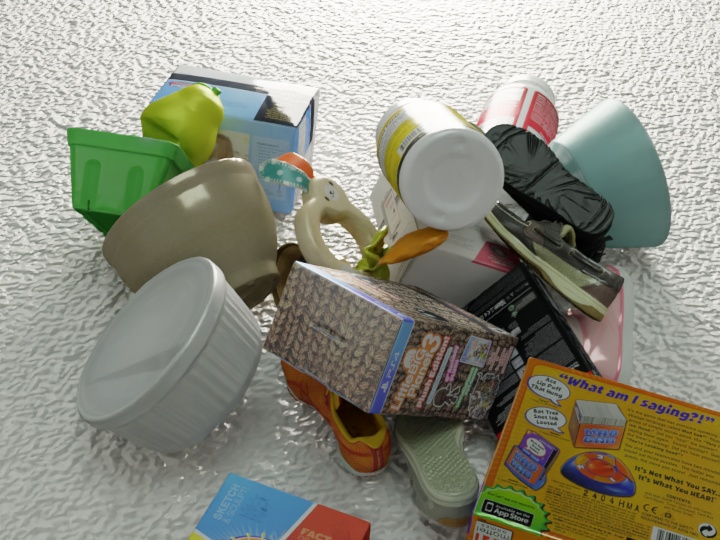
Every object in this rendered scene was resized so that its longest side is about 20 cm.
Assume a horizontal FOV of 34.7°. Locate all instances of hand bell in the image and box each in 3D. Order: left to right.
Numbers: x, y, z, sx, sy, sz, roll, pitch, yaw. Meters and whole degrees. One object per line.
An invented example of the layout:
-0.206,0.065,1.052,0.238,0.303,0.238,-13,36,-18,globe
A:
0.000,0.000,1.394,0.200,0.104,0.104,-14,42,-39,hand bell

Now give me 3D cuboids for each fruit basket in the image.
-0.254,-0.142,1.396,0.155,0.216,0.216,9,39,5,fruit basket

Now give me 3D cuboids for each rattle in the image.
-0.014,-0.081,1.287,0.130,0.143,0.200,-11,70,-34,rattle

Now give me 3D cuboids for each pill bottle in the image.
0.081,-0.127,1.291,0.114,0.115,0.200,-3,21,-9,pill bottle
0.216,-0.190,1.608,0.112,0.112,0.200,13,40,10,pill bottle

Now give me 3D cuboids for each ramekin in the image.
-0.188,0.093,1.174,0.202,0.094,0.203,-34,30,23,ramekin

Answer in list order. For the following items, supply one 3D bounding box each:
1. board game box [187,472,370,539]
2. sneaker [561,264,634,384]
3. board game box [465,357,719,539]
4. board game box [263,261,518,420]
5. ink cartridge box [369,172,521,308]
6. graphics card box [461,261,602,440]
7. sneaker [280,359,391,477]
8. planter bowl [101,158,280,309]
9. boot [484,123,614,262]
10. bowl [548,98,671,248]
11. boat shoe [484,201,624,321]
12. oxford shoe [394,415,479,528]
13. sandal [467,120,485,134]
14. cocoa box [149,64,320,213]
-0.096,0.290,1.049,0.153,0.040,0.200,16,41,14,board game box
0.257,0.056,1.335,0.104,0.075,0.200,16,43,-3,sneaker
0.206,0.236,1.019,0.200,0.200,0.200,16,41,13,board game box
0.033,0.075,1.184,0.159,0.097,0.200,27,10,40,board game box
0.104,-0.046,1.412,0.146,0.083,0.200,16,34,-21,ink cartridge box
0.177,0.098,1.253,0.125,0.051,0.200,-40,42,13,graphics card box
-0.022,0.129,1.225,0.073,0.077,0.200,-20,44,-25,sneaker
-0.175,-0.014,1.315,0.200,0.200,0.135,-25,75,-31,planter bowl
0.219,-0.073,1.399,0.198,0.163,0.073,40,73,14,boot
0.301,-0.108,1.469,0.105,0.201,0.201,-20,44,-9,bowl
0.220,-0.023,1.310,0.066,0.072,0.201,-47,53,6,boat shoe
0.077,0.193,1.177,0.075,0.058,0.200,-8,26,-6,oxford shoe
0.139,-0.134,1.430,0.080,0.057,0.201,24,33,-7,sandal
-0.168,-0.176,1.527,0.199,0.134,0.131,11,34,6,cocoa box
